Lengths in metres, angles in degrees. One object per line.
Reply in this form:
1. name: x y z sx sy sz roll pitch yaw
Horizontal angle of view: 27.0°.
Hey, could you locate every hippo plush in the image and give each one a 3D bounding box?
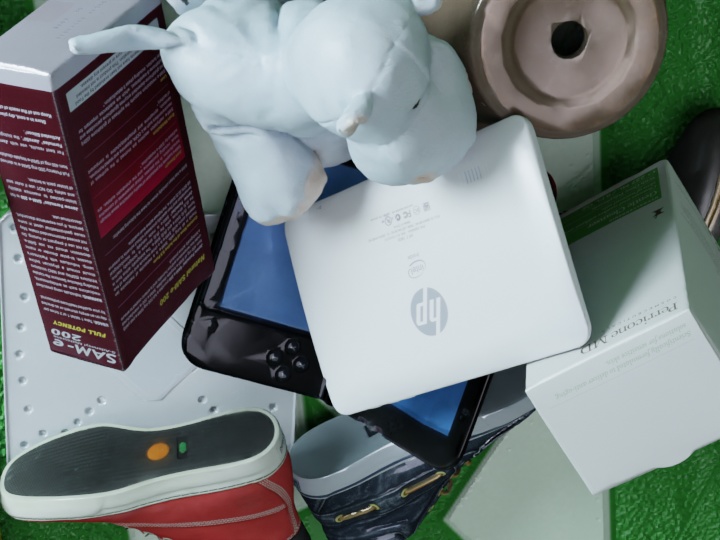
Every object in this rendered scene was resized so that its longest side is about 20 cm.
1. hippo plush: -0.014 -0.125 0.823 0.200 0.160 0.160 46 57 -40

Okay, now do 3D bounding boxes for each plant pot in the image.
1. plant pot: 0.104 -0.160 0.887 0.198 0.175 0.202 -3 112 -7

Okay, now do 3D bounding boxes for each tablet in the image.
1. tablet: 0.038 0.003 0.870 0.199 0.014 0.131 -21 83 43

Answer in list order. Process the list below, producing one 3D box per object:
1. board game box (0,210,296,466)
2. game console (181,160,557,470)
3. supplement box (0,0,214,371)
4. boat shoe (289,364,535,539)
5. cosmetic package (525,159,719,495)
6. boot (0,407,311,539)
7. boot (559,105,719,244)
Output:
1. board game box: -0.142 0.052 1.023 0.198 0.026 0.202 0 112 -8
2. game console: 0.000 0.000 0.946 0.171 0.119 0.202 16 100 -20
3. supplement box: -0.150 -0.055 0.875 0.060 0.109 0.202 11 129 25
4. boat shoe: 0.051 0.126 1.065 0.199 0.071 0.091 -23 128 1
5. cosmetic package: 0.162 0.028 0.891 0.107 0.200 0.085 -29 110 19
6. boot: -0.138 0.174 1.028 0.198 0.073 0.145 -7 129 5
7. boot: 0.159 -0.035 1.005 0.137 0.078 0.201 22 107 -11
